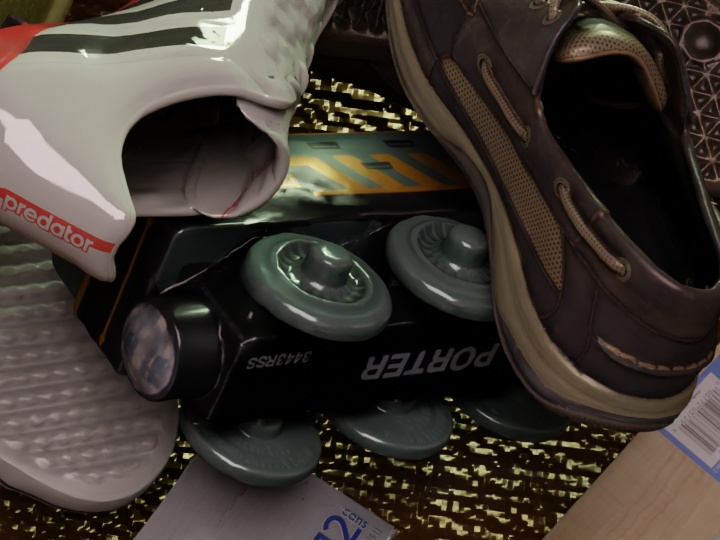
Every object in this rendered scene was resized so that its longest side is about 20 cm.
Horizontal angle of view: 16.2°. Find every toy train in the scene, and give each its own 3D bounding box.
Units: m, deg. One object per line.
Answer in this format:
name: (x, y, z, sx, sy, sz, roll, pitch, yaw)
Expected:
toy train: (0.000, 0.000, 0.799, 0.200, 0.085, 0.114, -6, 44, -39)

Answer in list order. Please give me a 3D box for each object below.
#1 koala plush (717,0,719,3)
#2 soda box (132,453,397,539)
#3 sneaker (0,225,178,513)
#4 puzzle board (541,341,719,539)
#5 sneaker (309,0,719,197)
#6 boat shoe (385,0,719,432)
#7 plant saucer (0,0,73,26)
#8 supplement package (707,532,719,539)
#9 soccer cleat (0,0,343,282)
koala plush: (0.181, -0.180, 0.833, 0.184, 0.200, 0.177, 40, 45, -17)
soda box: (-0.072, 0.147, 0.775, 0.068, 0.063, 0.200, 32, 69, 10)
sneaker: (-0.142, 0.007, 0.823, 0.200, 0.079, 0.078, 44, 63, 6)
puzzle board: (0.141, 0.111, 0.832, 0.151, 0.017, 0.200, 40, 70, 13)
sneaker: (0.054, -0.076, 0.863, 0.200, 0.076, 0.070, 23, 84, 9)
boat shoe: (0.067, -0.050, 0.755, 0.074, 0.073, 0.200, 0, 55, -32)
plant saucer: (-0.177, -0.120, 0.749, 0.200, 0.048, 0.200, 25, 103, -9)
supplement package: (0.099, 0.195, 0.686, 0.147, 0.191, 0.200, -27, 74, -4)
soccer cleat: (-0.042, -0.058, 0.738, 0.085, 0.069, 0.200, 37, 40, 17)
